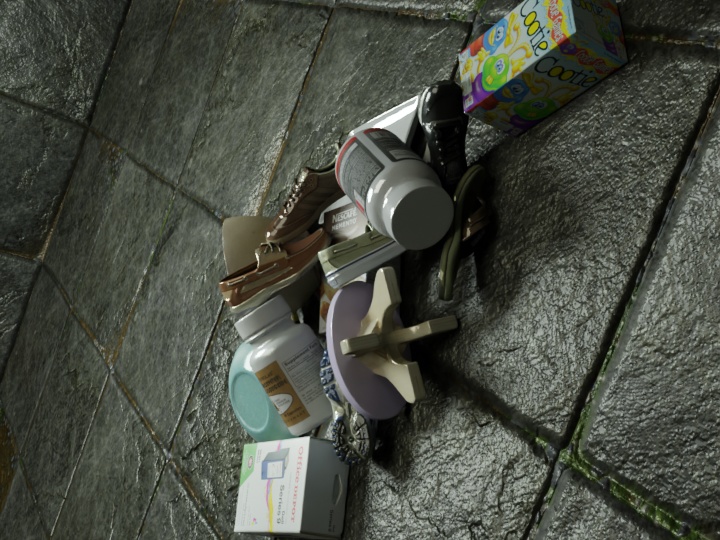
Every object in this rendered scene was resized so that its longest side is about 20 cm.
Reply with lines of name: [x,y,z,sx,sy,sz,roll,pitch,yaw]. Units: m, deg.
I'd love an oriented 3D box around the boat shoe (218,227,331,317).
boat shoe: [-0.136,-0.009,1.416,0.199,0.072,0.076,-36,14,1]

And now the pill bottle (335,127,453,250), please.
pill bottle: [0.047,-0.116,1.280,0.117,0.115,0.200,-61,32,17]

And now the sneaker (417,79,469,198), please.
sneaker: [0.129,-0.170,1.278,0.201,0.075,0.088,84,171,-46]

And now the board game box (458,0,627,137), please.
board game box: [0.237,-0.282,1.199,0.199,0.104,0.104,-33,50,46]

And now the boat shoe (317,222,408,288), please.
boat shoe: [0.030,-0.045,1.333,0.063,0.199,0.072,61,161,-4]

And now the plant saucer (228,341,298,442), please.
plant saucer: [-0.178,0.222,1.562,0.200,0.038,0.204,18,115,43]

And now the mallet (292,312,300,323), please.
mallet: [-0.111,0.082,1.615,0.066,0.041,0.201,-51,43,26]

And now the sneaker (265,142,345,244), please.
sneaker: [-0.086,-0.126,1.460,0.199,0.076,0.070,-40,27,-7]

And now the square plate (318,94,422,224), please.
square plate: [0.021,-0.179,1.506,0.199,0.028,0.200,-19,47,50]

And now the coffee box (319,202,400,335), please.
coffee box: [0.000,0.000,1.425,0.114,0.079,0.203,-16,66,45]

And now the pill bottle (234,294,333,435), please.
pill bottle: [-0.110,0.146,1.421,0.114,0.114,0.201,-31,91,45]

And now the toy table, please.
toy table: [0.036,0.103,1.274,0.117,0.182,0.202,-29,84,59]

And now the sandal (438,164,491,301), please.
sandal: [0.151,-0.049,1.262,0.057,0.080,0.203,9,72,15]

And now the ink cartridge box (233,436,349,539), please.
ink cartridge box: [-0.111,0.348,1.441,0.199,0.087,0.147,-17,62,49]

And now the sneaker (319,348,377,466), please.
sneaker: [-0.011,0.190,1.356,0.076,0.085,0.203,-6,76,17]

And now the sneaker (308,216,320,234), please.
sneaker: [-0.123,-0.083,1.650,0.200,0.073,0.083,-49,23,48]

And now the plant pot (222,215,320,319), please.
plant pot: [-0.143,-0.007,1.549,0.133,0.201,0.202,-14,53,3]

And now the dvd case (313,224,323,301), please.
dvd case: [-0.040,-0.051,1.578,0.202,0.022,0.146,-63,34,13]
